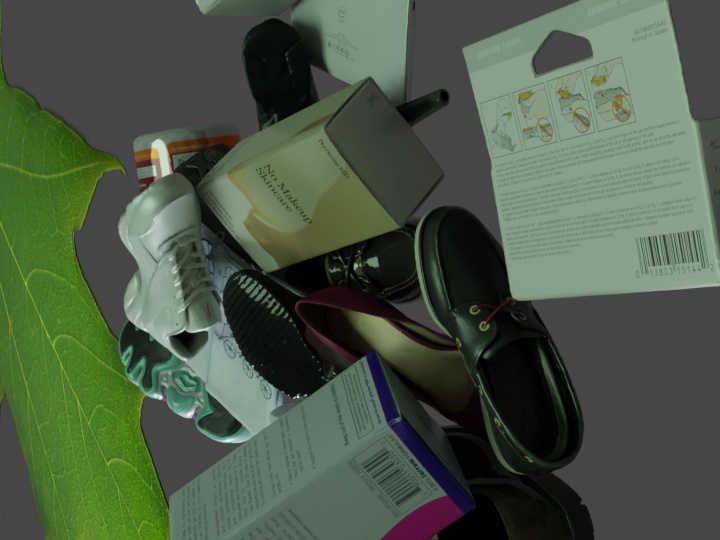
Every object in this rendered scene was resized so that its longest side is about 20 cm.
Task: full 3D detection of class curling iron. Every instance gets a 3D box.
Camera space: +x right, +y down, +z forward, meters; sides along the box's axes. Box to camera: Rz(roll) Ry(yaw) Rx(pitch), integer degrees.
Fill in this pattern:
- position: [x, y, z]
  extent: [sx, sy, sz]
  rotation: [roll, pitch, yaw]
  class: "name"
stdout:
- position: [0.023, -0.107, 1.006]
  extent: [0.200, 0.025, 0.050]
  rotation: [-31, 81, 59]
  class: "curling iron"

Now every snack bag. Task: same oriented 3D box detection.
- position: [-0.135, 0.047, 1.151]
  extent: [0.200, 0.021, 0.190]
  rotation: [41, 139, 31]
  class: "snack bag"

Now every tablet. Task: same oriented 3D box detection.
- position: [-0.010, -0.222, 1.040]
  extent: [0.200, 0.014, 0.131]
  rotation: [35, 129, 52]
  class: "tablet"

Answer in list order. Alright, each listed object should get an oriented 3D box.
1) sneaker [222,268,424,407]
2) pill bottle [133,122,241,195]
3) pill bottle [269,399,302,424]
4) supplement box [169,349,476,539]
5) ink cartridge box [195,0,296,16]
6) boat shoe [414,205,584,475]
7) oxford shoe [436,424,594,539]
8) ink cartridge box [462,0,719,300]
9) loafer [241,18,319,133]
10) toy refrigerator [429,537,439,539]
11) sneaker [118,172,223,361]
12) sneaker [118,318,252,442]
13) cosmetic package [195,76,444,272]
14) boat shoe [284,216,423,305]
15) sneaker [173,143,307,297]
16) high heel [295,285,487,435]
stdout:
- position: [-0.028, 0.067, 1.030]
  extent: [0.200, 0.089, 0.074]
  rotation: [44, 130, 0]
  class: "sneaker"
- position: [-0.166, -0.046, 1.278]
  extent: [0.113, 0.112, 0.202]
  rotation: [0, 99, 61]
  class: "pill bottle"
- position: [-0.022, 0.219, 1.104]
  extent: [0.113, 0.112, 0.202]
  rotation: [2, 100, 61]
  class: "pill bottle"
- position: [-0.033, 0.169, 0.899]
  extent: [0.101, 0.199, 0.103]
  rotation: [51, -173, -26]
  class: "supplement box"
- position: [-0.071, -0.314, 1.028]
  extent: [0.200, 0.082, 0.148]
  rotation: [-18, 78, 59]
  class: "ink cartridge box"
- position: [0.099, 0.044, 0.862]
  extent: [0.203, 0.073, 0.063]
  rotation: [69, 162, 6]
  class: "boat shoe"
- position: [0.081, 0.168, 0.932]
  extent: [0.200, 0.084, 0.073]
  rotation: [18, 117, 60]
  class: "oxford shoe"
- position: [0.150, -0.075, 0.763]
  extent: [0.200, 0.044, 0.178]
  rotation: [-7, 94, 61]
  class: "ink cartridge box"
- position: [-0.061, -0.130, 1.123]
  extent: [0.072, 0.072, 0.202]
  rotation: [-87, -7, -70]
  class: "loafer"
- position: [0.028, 0.251, 0.969]
  extent: [0.199, 0.076, 0.071]
  rotation: [10, 102, 30]
  class: "toy refrigerator"
- position: [-0.153, 0.002, 1.075]
  extent: [0.099, 0.078, 0.201]
  rotation: [43, 149, 26]
  class: "sneaker"
- position: [-0.164, 0.124, 1.329]
  extent: [0.200, 0.140, 0.078]
  rotation: [40, 95, 27]
  class: "sneaker"
- position: [-0.038, -0.072, 1.008]
  extent: [0.105, 0.071, 0.199]
  rotation: [50, 146, -15]
  class: "cosmetic package"
- position: [0.000, 0.000, 1.040]
  extent: [0.200, 0.064, 0.074]
  rotation: [-18, 82, 60]
  class: "boat shoe"
- position: [-0.090, -0.050, 1.182]
  extent: [0.199, 0.114, 0.076]
  rotation: [39, 164, 14]
  class: "sneaker"
- position: [0.039, 0.073, 0.928]
  extent: [0.199, 0.096, 0.068]
  rotation: [27, 104, 37]
  class: "high heel"
